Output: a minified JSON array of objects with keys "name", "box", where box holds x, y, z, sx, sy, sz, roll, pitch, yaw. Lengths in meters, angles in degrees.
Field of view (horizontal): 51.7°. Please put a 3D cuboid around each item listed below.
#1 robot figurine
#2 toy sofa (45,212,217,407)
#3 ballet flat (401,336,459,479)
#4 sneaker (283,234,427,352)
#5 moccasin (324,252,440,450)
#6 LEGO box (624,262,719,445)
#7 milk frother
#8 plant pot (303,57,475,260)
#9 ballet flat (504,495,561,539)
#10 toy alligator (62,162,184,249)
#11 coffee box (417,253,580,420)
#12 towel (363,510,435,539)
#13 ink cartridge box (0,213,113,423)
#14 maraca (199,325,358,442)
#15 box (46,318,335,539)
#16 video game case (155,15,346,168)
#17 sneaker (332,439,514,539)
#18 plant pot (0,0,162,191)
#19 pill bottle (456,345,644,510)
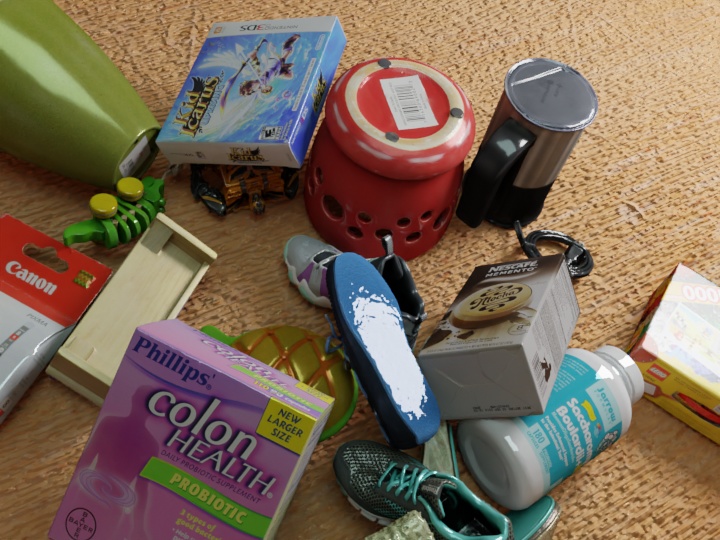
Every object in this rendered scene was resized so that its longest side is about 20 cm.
[{"name":"robot figurine","box":[-0.158,-0.159,0.950,0.143,0.058,0.202,-17,62,-15]},{"name":"toy sofa","box":[-0.245,0.046,0.802,0.082,0.097,0.201,36,55,-14]},{"name":"ballet flat","box":[0.068,0.157,0.789,0.061,0.068,0.202,-2,57,0]},{"name":"sneaker","box":[0.000,0.000,0.826,0.200,0.141,0.078,41,53,14]},{"name":"moccasin","box":[0.005,0.081,0.728,0.080,0.068,0.202,-3,62,-34]},{"name":"LEGO box","box":[0.422,0.110,0.873,0.199,0.077,0.149,33,58,11]},{"name":"milk frother","box":[0.233,-0.115,0.916,0.198,0.189,0.182,24,57,6]},{"name":"plant pot","box":[0.033,-0.139,0.902,0.197,0.183,0.203,3,57,-5]},{"name":"ballet flat","box":[0.128,0.298,0.719,0.199,0.070,0.066,-29,94,-22]},{"name":"toy alligator","box":[-0.258,-0.075,0.874,0.054,0.060,0.200,33,45,12]},{"name":"coffee box","box":[0.153,0.065,0.785,0.112,0.081,0.200,-11,21,31]},{"name":"towel","box":[0.031,0.320,0.627,0.147,0.036,0.202,-24,96,-16]},{"name":"ink cartridge box","box":[-0.381,0.039,0.768,0.161,0.050,0.201,25,68,12]},{"name":"maraca","box":[-0.100,0.114,0.760,0.197,0.108,0.138,8,47,-1]},{"name":"box","box":[-0.145,0.173,0.662,0.174,0.097,0.202,25,93,6]},{"name":"video game case","box":[-0.128,-0.217,0.893,0.179,0.046,0.202,4,60,23]},{"name":"sneaker","box":[0.061,0.207,0.684,0.198,0.092,0.078,26,56,21]},{"name":"plant pot","box":[-0.341,-0.187,0.877,0.199,0.187,0.188,35,58,2]},{"name":"pill bottle","box":[0.207,0.155,0.786,0.199,0.111,0.111,-27,66,-24]}]
